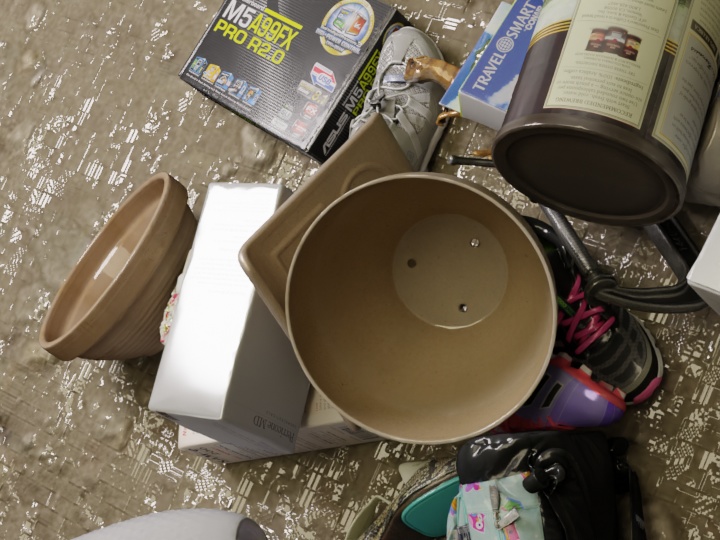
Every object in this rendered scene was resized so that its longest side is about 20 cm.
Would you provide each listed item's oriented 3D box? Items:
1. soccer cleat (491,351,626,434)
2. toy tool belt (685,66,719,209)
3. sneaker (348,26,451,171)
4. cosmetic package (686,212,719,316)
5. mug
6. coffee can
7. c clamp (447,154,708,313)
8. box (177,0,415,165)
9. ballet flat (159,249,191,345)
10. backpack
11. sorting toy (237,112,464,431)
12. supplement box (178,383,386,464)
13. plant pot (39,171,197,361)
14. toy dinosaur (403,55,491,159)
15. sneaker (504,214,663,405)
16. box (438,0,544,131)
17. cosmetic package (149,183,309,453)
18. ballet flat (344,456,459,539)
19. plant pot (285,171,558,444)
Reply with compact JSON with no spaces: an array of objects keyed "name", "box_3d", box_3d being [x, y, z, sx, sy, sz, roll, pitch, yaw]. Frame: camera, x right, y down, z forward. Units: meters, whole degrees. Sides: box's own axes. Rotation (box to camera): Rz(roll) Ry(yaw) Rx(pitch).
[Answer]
[{"name":"soccer cleat","box_3d":[0.135,0.103,1.139,0.077,0.067,0.200,-60,26,-7]},{"name":"toy tool belt","box_3d":[0.329,-0.131,1.132,0.122,0.125,0.201,20,86,-3]},{"name":"sneaker","box_3d":[0.031,-0.132,1.315,0.074,0.082,0.201,-3,71,30]},{"name":"cosmetic package","box_3d":[0.313,0.003,1.024,0.081,0.200,0.113,23,82,34]},{"name":"mug","box_3d":[-0.153,0.302,1.242,0.175,0.148,0.201,-21,93,15]},{"name":"coffee can","box_3d":[0.197,-0.155,1.103,0.146,0.146,0.201,7,66,33]},{"name":"c clamp","box_3d":[0.182,-0.029,1.152,0.200,0.170,0.027,58,144,42]},{"name":"box","box_3d":[-0.066,-0.213,1.427,0.200,0.044,0.161,33,91,35]},{"name":"ballet flat","box_3d":[-0.118,-0.007,1.313,0.075,0.064,0.200,-5,29,46]},{"name":"backpack","box_3d":[0.134,0.222,1.090,0.126,0.167,0.201,-9,81,36]},{"name":"sorting toy","box_3d":[0.000,0.000,1.189,0.036,0.185,0.200,-3,38,47]},{"name":"supplement box","box_3d":[-0.060,0.093,1.291,0.199,0.073,0.127,-11,66,27]},{"name":"plant pot","box_3d":[-0.207,0.013,1.375,0.201,0.093,0.201,-45,22,23]},{"name":"toy dinosaur","box_3d":[0.130,-0.148,1.266,0.199,0.060,0.107,6,101,10]},{"name":"sneaker","box_3d":[0.163,0.026,1.173,0.074,0.087,0.200,-42,57,11]},{"name":"box","box_3d":[0.177,-0.155,1.213,0.199,0.048,0.122,27,73,19]},{"name":"cosmetic package","box_3d":[-0.090,0.039,1.208,0.081,0.113,0.201,2,73,33]},{"name":"ballet flat","box_3d":[0.035,0.205,1.203,0.200,0.068,0.075,-47,40,10]},{"name":"plant pot","box_3d":[0.056,0.016,1.110,0.199,0.134,0.201,3,103,13]}]
